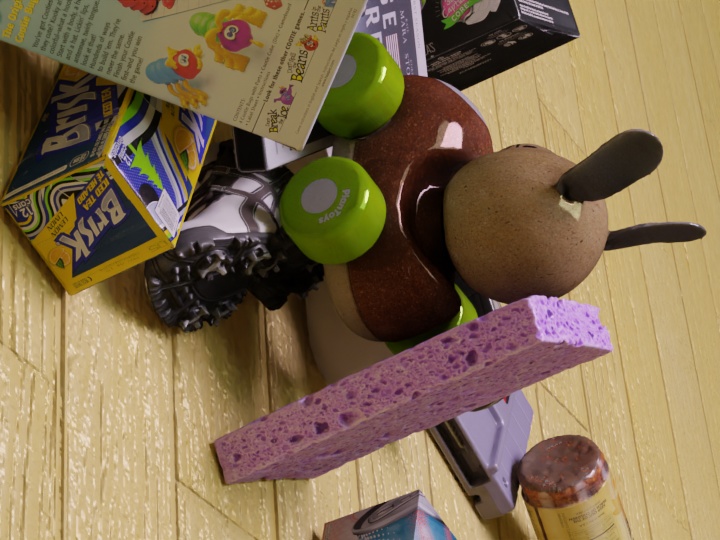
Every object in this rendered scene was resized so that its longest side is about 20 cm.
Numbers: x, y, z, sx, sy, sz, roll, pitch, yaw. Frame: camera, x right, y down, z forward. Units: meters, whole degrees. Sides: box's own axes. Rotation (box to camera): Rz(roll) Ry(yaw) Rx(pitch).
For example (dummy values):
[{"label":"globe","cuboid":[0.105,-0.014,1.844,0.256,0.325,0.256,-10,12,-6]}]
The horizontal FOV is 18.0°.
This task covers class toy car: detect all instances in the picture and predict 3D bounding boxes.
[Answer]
[{"label":"toy car","cuboid":[0.083,-0.042,1.253,0.164,0.199,0.159,48,43,-51]}]

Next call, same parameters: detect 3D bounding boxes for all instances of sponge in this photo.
[{"label":"sponge","cuboid":[0.030,0.066,1.238,0.111,0.199,0.030,10,58,-66]}]

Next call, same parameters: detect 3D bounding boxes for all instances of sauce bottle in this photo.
[{"label":"sauce bottle","cuboid":[0.162,0.207,1.577,0.066,0.066,0.201,-80,155,-54]}]

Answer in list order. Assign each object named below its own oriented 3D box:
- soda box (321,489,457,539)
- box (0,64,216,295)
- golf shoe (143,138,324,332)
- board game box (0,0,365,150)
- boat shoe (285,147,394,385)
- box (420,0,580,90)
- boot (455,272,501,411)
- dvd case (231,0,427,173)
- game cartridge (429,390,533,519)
[{"label":"soda box","cuboid":[0.011,0.216,1.225,0.064,0.068,0.201,54,27,-31]},{"label":"box","cuboid":[-0.122,-0.077,1.193,0.064,0.070,0.200,55,25,-25]},{"label":"golf shoe","cuboid":[-0.080,-0.024,1.263,0.095,0.078,0.200,53,18,11]},{"label":"board game box","cuboid":[-0.100,-0.159,1.130,0.199,0.105,0.103,20,35,-9]},{"label":"boat shoe","cuboid":[0.000,0.000,1.405,0.068,0.072,0.201,7,51,-46]},{"label":"box","cuboid":[0.043,-0.236,1.623,0.124,0.148,0.201,4,66,-64]},{"label":"boot","cuboid":[0.077,-0.004,1.487,0.153,0.073,0.204,5,55,-55]},{"label":"dvd case","cuboid":[-0.020,-0.149,1.305,0.200,0.025,0.151,-26,113,-58]},{"label":"game cartridge","cuboid":[0.058,0.053,1.544,0.201,0.038,0.130,59,27,-21]}]
